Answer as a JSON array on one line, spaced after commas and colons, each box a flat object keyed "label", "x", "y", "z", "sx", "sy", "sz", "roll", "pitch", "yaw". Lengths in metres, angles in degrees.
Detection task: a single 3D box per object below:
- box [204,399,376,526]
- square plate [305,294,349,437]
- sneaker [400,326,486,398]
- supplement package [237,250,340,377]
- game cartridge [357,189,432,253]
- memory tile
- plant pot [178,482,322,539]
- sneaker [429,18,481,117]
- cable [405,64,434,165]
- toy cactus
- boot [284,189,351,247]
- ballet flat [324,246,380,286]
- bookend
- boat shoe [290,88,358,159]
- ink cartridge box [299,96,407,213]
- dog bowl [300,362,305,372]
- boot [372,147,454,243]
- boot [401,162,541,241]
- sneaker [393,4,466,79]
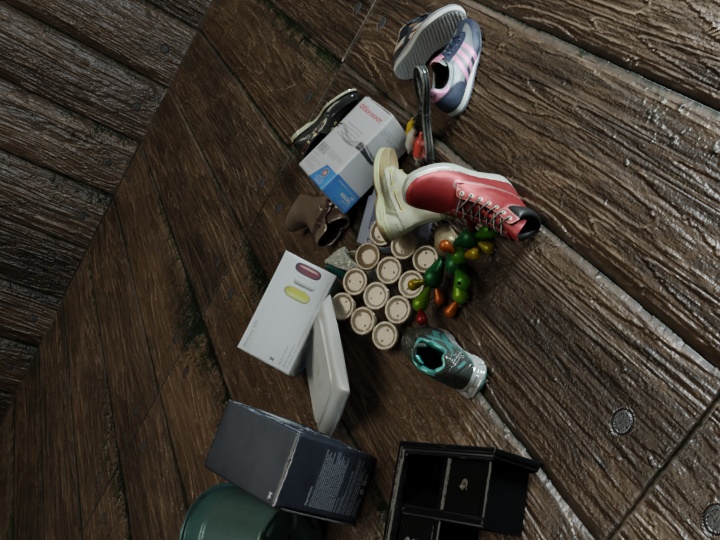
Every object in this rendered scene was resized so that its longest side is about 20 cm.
[{"label": "box", "x": -0.116, "y": 0.320, "z": 1.364, "sx": 0.198, "sy": 0.195, "sz": 0.126, "roll": 13, "pitch": 80, "yaw": 45}, {"label": "square plate", "x": -0.066, "y": 0.181, "z": 1.474, "sx": 0.201, "sy": 0.028, "sz": 0.201, "roll": 110, "pitch": 153, "yaw": -50}, {"label": "sneaker", "x": 0.110, "y": 0.126, "z": 1.274, "sx": 0.199, "sy": 0.090, "sz": 0.079, "roll": 24, "pitch": 90, "yaw": 59}, {"label": "supplement package", "x": -0.132, "y": 0.087, "z": 1.566, "sx": 0.156, "sy": 0.109, "sz": 0.203, "roll": 81, "pitch": -145, "yaw": -80}, {"label": "game cartridge", "x": 0.070, "y": -0.099, "z": 1.533, "sx": 0.199, "sy": 0.040, "sz": 0.135, "roll": -3, "pitch": 65, "yaw": 56}, {"label": "memory tile", "x": 0.041, "y": 0.023, "z": 1.443, "sx": 0.152, "sy": 0.017, "sz": 0.202, "roll": 30, "pitch": 94, "yaw": 26}, {"label": "plant pot", "x": -0.180, "y": 0.477, "z": 1.419, "sx": 0.194, "sy": 0.199, "sz": 0.204, "roll": -10, "pitch": 62, "yaw": 45}, {"label": "sneaker", "x": 0.171, "y": -0.390, "z": 1.516, "sx": 0.070, "sy": 0.081, "sz": 0.204, "roll": -16, "pitch": 58, "yaw": 51}, {"label": "cable", "x": 0.105, "y": -0.272, "z": 1.489, "sx": 0.201, "sy": 0.049, "sz": 0.098, "roll": 81, "pitch": 174, "yaw": -56}, {"label": "toy cactus", "x": 0.140, "y": -0.021, "z": 1.337, "sx": 0.202, "sy": 0.101, "sz": 0.166, "roll": -60, "pitch": 21, "yaw": 28}, {"label": "boot", "x": -0.092, "y": -0.106, "z": 1.754, "sx": 0.200, "sy": 0.069, "sz": 0.148, "roll": -46, "pitch": 40, "yaw": 32}, {"label": "ballet flat", "x": 0.000, "y": 0.000, "z": 1.543, "sx": 0.199, "sy": 0.071, "sz": 0.073, "roll": 32, "pitch": 97, "yaw": 52}, {"label": "bookend", "x": 0.128, "y": 0.344, "z": 1.109, "sx": 0.197, "sy": 0.091, "sz": 0.204, "roll": -11, "pitch": 63, "yaw": 54}, {"label": "boat shoe", "x": -0.072, "y": -0.335, "z": 1.878, "sx": 0.201, "sy": 0.073, "sz": 0.064, "roll": -39, "pitch": 76, "yaw": 23}, {"label": "ink cartridge box", "x": -0.010, "y": -0.234, "z": 1.644, "sx": 0.200, "sy": 0.084, "sz": 0.145, "roll": -45, "pitch": 35, "yaw": 4}, {"label": "dog bowl", "x": -0.134, "y": 0.112, "z": 1.697, "sx": 0.111, "sy": 0.049, "sz": 0.204, "roll": -8, "pitch": 65, "yaw": 55}, {"label": "boot", "x": 0.101, "y": -0.151, "z": 1.423, "sx": 0.152, "sy": 0.072, "sz": 0.203, "roll": -18, "pitch": 49, "yaw": 20}, {"label": "boot", "x": 0.169, "y": -0.095, "z": 1.228, "sx": 0.145, "sy": 0.196, "sz": 0.073, "roll": -118, "pitch": 37, "yaw": -51}, {"label": "sneaker", "x": 0.130, "y": -0.475, "z": 1.636, "sx": 0.199, "sy": 0.077, "sz": 0.081, "roll": -37, "pitch": 48, "yaw": 42}]
